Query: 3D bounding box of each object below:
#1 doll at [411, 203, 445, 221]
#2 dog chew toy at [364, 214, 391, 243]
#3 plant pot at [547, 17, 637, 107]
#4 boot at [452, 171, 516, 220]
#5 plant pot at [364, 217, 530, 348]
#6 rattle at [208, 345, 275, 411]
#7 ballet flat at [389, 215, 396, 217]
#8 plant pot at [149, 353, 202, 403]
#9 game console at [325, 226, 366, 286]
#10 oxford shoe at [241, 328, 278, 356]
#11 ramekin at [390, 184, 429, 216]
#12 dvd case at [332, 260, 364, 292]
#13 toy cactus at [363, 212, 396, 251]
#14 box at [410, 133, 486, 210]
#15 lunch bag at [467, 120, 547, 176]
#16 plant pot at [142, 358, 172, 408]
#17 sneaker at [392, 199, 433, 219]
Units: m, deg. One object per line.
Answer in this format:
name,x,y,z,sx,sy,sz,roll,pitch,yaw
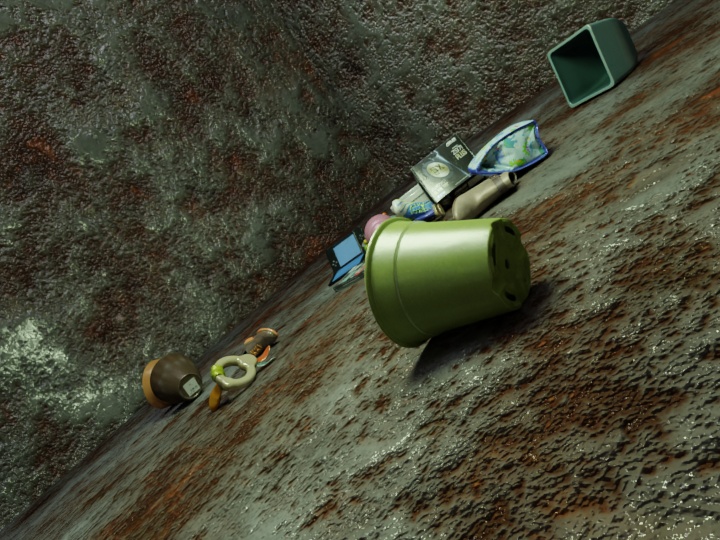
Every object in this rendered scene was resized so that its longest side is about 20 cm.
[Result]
doll,0.179,-0.144,1.737,0.198,0.049,0.135,-36,-12,28
dog chew toy,0.073,-0.131,1.844,0.123,0.126,0.200,-36,3,4
plant pot,0.766,-0.683,1.710,0.197,0.200,0.195,-29,5,-20
boot,0.322,-0.194,1.361,0.144,0.071,0.200,-29,12,35
plant pot,0.137,0.006,0.772,0.187,0.204,0.200,-10,25,43
rattle,-0.345,0.321,1.570,0.127,0.147,0.198,10,20,33
ballet flat,0.092,-0.160,2.191,0.198,0.069,0.075,-38,-8,17
plant pot,-0.676,0.422,2.016,0.186,0.190,0.197,-41,24,-30
game console,-0.062,-0.058,2.120,0.198,0.180,0.115,-33,-19,23
oxford shoe,-0.347,0.260,1.829,0.199,0.071,0.074,-36,26,43
ramekin,0.215,-0.246,1.957,0.198,0.106,0.200,-36,8,6
dvd case,0.000,0.000,1.849,0.198,0.022,0.146,-28,13,46
toy cactus,0.078,-0.132,2.036,0.201,0.102,0.165,-50,2,-19
box,0.295,-0.326,1.788,0.198,0.166,0.086,-36,-26,6
lunch bag,0.401,-0.322,1.492,0.196,0.130,0.170,-24,8,8
plant pot,-0.785,0.458,2.215,0.136,0.205,0.200,-16,14,16
sneaker,0.183,-0.209,1.767,0.104,0.078,0.198,-29,-20,23
